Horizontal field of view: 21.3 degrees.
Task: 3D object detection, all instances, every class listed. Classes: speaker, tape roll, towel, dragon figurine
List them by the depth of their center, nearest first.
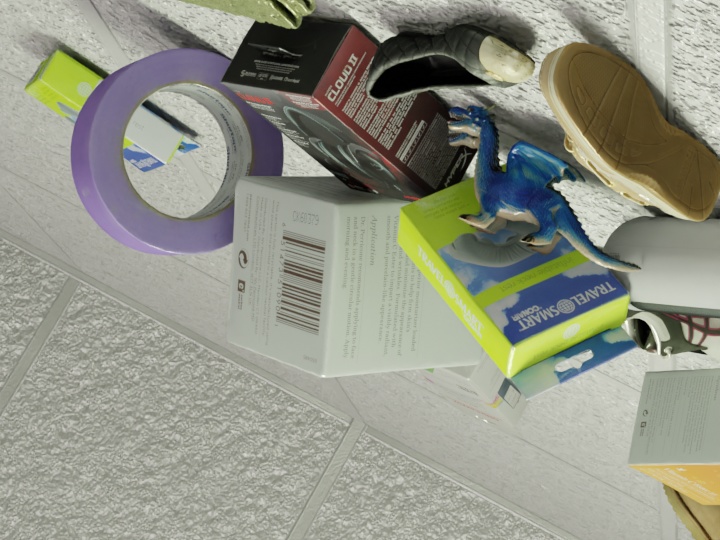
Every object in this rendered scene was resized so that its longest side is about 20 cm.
[{"bbox_3d":[0.279,-0.003,1.530,0.081,0.082,0.200,35,167,-23],"label":"speaker"},{"bbox_3d":[0.145,-0.070,1.563,0.199,0.100,0.059,21,178,25],"label":"dragon figurine"},{"bbox_3d":[-0.138,-0.262,1.581,0.199,0.037,0.148,18,164,44],"label":"towel"},{"bbox_3d":[-0.182,-0.115,1.896,0.199,0.201,0.085,34,169,-17],"label":"tape roll"}]

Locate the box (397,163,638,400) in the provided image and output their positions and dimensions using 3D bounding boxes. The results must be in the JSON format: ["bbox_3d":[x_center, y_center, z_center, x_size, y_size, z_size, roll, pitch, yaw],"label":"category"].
[{"bbox_3d":[0.132,0.005,1.601,0.200,0.121,0.048,52,154,34],"label":"box"}]

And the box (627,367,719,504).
[{"bbox_3d":[0.369,0.156,1.785,0.124,0.098,0.199,28,157,-36],"label":"box"}]

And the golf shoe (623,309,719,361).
[{"bbox_3d":[0.280,0.045,1.713,0.200,0.089,0.077,37,165,-36],"label":"golf shoe"}]

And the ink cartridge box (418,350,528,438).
[{"bbox_3d":[0.148,0.135,2.467,0.117,0.068,0.200,21,164,35],"label":"ink cartridge box"}]

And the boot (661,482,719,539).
[{"bbox_3d":[0.406,0.201,1.872,0.066,0.200,0.176,13,-141,-44],"label":"boot"}]

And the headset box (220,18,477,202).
[{"bbox_3d":[-0.014,-0.144,1.668,0.200,0.078,0.148,37,167,-36],"label":"headset box"}]

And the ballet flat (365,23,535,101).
[{"bbox_3d":[0.071,-0.152,1.469,0.066,0.057,0.200,35,168,-25],"label":"ballet flat"}]

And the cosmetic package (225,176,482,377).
[{"bbox_3d":[0.000,0.000,1.830,0.199,0.166,0.164,-2,-169,-39],"label":"cosmetic package"}]

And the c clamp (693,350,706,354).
[{"bbox_3d":[0.253,0.023,1.854,0.200,0.027,0.170,37,162,-24],"label":"c clamp"}]

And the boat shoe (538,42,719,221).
[{"bbox_3d":[0.182,-0.096,1.386,0.069,0.074,0.200,8,156,48],"label":"boat shoe"}]

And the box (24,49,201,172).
[{"bbox_3d":[-0.292,-0.180,2.250,0.199,0.048,0.122,34,168,-15],"label":"box"}]
